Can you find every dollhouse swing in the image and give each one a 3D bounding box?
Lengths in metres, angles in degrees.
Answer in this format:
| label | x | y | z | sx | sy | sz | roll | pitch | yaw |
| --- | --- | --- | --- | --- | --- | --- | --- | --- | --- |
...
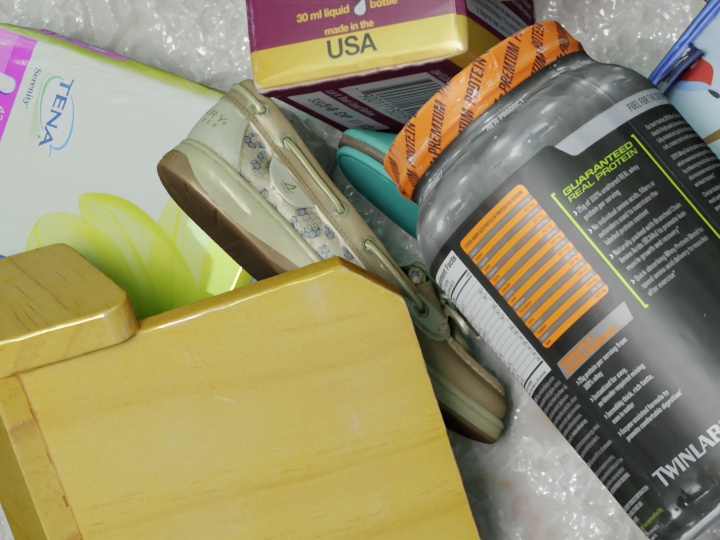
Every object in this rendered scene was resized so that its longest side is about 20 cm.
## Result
| label | x | y | z | sx | sy | sz | roll | pitch | yaw |
| --- | --- | --- | --- | --- | --- | --- | --- | --- | --- |
| dollhouse swing | -0.070 | 0.078 | 1.059 | 0.176 | 0.182 | 0.200 | -24 | 110 | -15 |

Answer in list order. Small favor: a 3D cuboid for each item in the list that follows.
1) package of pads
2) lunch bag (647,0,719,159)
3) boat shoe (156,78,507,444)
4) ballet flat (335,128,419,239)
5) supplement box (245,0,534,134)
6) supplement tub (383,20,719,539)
| label | x | y | z | sx | sy | sz | roll | pitch | yaw |
| --- | --- | --- | --- | --- | --- | --- | --- | --- | --- |
| package of pads | -0.124 | -0.027 | 1.137 | 0.200 | 0.068 | 0.155 | 20 | 91 | 19 |
| lunch bag | 0.221 | -0.060 | 1.010 | 0.200 | 0.076 | 0.160 | 42 | 96 | 19 |
| boat shoe | 0.000 | 0.000 | 1.056 | 0.200 | 0.073 | 0.063 | 43 | 76 | -15 |
| ballet flat | 0.080 | -0.014 | 1.068 | 0.200 | 0.067 | 0.070 | 41 | 78 | 19 |
| supplement box | 0.010 | -0.173 | 1.072 | 0.103 | 0.131 | 0.200 | -9 | 79 | 19 |
| supplement tub | 0.107 | 0.002 | 0.957 | 0.123 | 0.123 | 0.200 | -41 | 79 | 11 |
